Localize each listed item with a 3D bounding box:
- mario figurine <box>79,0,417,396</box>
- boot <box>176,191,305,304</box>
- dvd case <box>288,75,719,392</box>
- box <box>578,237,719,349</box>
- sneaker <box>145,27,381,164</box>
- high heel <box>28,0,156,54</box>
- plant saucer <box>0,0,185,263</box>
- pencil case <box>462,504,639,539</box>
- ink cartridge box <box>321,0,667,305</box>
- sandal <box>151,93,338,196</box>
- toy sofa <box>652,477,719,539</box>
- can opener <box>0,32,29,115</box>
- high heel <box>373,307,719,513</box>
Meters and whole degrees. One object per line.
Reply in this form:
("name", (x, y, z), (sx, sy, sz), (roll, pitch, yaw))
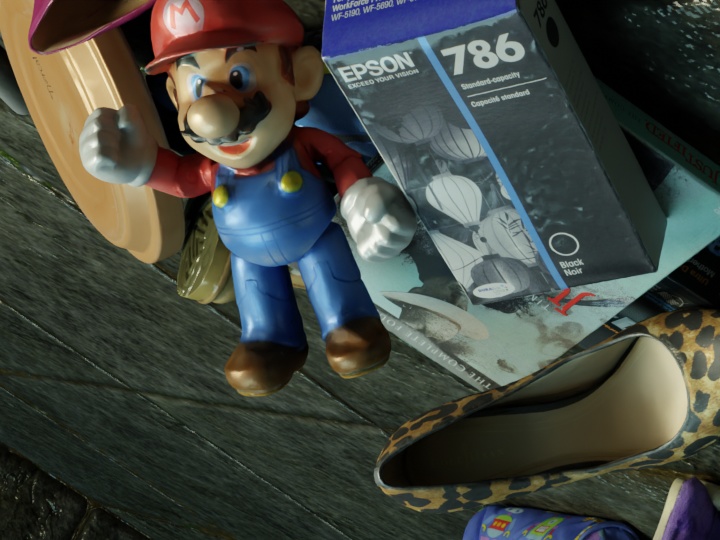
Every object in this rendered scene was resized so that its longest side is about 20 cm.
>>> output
("mario figurine", (-0.053, -0.037, 0.871), (0.106, 0.123, 0.202), (19, 130, 64))
("boot", (0.000, 0.000, 1.061), (0.198, 0.067, 0.175), (20, -164, -11))
("dvd case", (0.071, -0.021, 0.913), (0.145, 0.022, 0.200), (33, 137, -15))
("box", (0.145, 0.004, 1.005), (0.199, 0.046, 0.159), (32, 162, -10))
("sneaker", (-0.044, -0.083, 0.982), (0.199, 0.066, 0.079), (5, 121, 51))
("high heel", (-0.088, -0.145, 0.858), (0.067, 0.097, 0.200), (35, 162, -21))
("plant saucer", (-0.157, -0.095, 1.046), (0.201, 0.032, 0.201), (54, 159, 32))
("pencil case", (0.161, 0.251, 1.641), (0.199, 0.086, 0.079), (-5, 110, 60))
("ink cartridge box", (0.053, -0.071, 0.824), (0.099, 0.039, 0.201), (-11, 129, 30))
("sandal", (-0.040, -0.076, 1.097), (0.198, 0.046, 0.075), (16, 172, -9))
("toy sofa", (0.238, 0.253, 1.320), (0.082, 0.201, 0.098), (17, 165, 34))
("can opener", (-0.249, -0.176, 1.141), (0.067, 0.053, 0.200), (57, -176, 38))
("high heel", (0.105, 0.072, 0.915), (0.199, 0.072, 0.142), (-27, 169, 41))
